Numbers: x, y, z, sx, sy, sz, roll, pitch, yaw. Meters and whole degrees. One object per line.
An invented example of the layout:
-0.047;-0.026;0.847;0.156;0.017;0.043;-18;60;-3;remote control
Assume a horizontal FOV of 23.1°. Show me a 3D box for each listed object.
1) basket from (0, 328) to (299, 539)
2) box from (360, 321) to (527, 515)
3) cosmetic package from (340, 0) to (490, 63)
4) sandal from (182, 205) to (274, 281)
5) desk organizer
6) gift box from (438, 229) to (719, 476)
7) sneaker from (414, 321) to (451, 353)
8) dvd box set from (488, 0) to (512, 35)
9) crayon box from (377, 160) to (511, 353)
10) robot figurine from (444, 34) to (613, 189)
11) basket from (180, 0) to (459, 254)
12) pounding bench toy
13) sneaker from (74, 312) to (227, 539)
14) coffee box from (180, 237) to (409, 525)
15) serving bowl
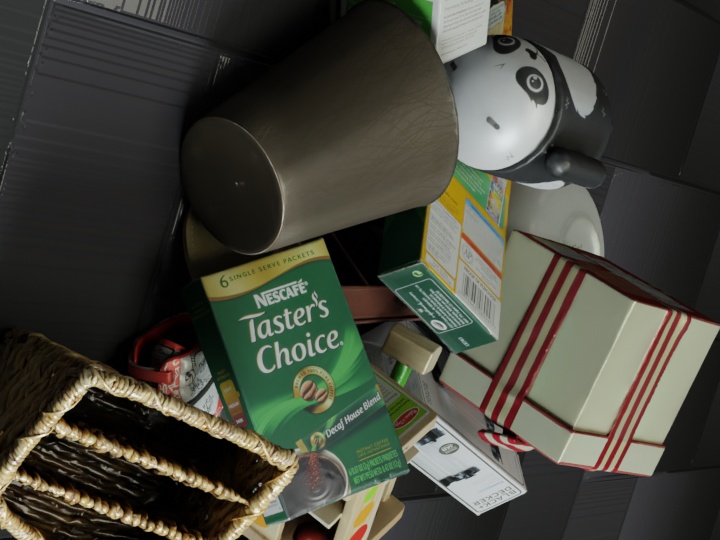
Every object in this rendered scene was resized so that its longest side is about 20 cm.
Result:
-0.174;0.148;1.251;0.199;0.149;0.144;29;82;-36;basket
0.078;0.141;1.697;0.060;0.117;0.200;-29;138;19;box
0.050;-0.284;1.451;0.085;0.107;0.202;-29;130;-46;cosmetic package
-0.091;0.037;1.445;0.078;0.069;0.212;-44;106;-29;sandal
0.000;0.000;1.578;0.199;0.071;0.078;-1;106;-58;desk organizer
0.196;0.084;1.654;0.184;0.200;0.188;16;102;-44;gift box
0.117;0.051;1.797;0.116;0.075;0.200;-64;153;-13;sneaker
0.094;-0.161;1.670;0.146;0.029;0.202;-35;135;-44;dvd box set
0.079;-0.044;1.585;0.126;0.051;0.201;44;40;-37;crayon box
0.149;-0.142;1.577;0.199;0.149;0.126;11;86;-54;robot figurine
-0.035;-0.100;1.405;0.199;0.135;0.182;-31;117;-41;basket
-0.010;0.154;1.541;0.200;0.124;0.157;-37;153;-41;pounding bench toy
-0.173;0.124;1.380;0.202;0.067;0.108;-52;145;-33;sneaker
-0.051;0.085;1.381;0.122;0.044;0.202;-17;84;-31;coffee box
0.196;-0.012;1.782;0.199;0.065;0.202;-6;98;-54;serving bowl
